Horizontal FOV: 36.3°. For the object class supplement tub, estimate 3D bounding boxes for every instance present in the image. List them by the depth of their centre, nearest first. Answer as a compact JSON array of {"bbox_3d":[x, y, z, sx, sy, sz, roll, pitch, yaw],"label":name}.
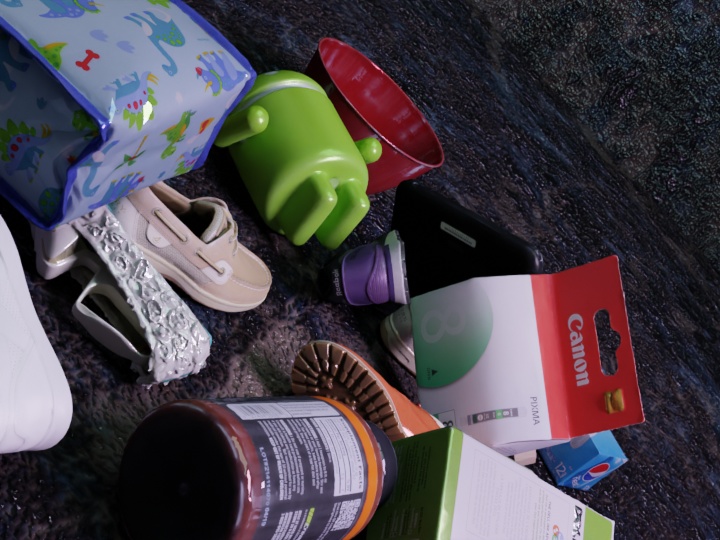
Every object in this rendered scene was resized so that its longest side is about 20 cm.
[{"bbox_3d":[-0.056,0.136,0.723,0.200,0.107,0.107,10,43,-57],"label":"supplement tub"}]

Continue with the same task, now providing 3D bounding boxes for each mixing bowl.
[{"bbox_3d":[-0.010,-0.162,1.284,0.200,0.108,0.200,39,25,-22],"label":"mixing bowl"}]

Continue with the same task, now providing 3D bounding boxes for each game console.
[{"bbox_3d":[0.134,0.004,1.183,0.116,0.177,0.200,-20,39,-39],"label":"game console"}]

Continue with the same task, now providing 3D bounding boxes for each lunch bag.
[{"bbox_3d":[-0.205,-0.144,0.745,0.200,0.127,0.170,45,34,6],"label":"lunch bag"}]

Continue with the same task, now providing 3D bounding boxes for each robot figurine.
[{"bbox_3d":[-0.066,-0.116,1.098,0.175,0.116,0.200,6,44,-41],"label":"robot figurine"}]

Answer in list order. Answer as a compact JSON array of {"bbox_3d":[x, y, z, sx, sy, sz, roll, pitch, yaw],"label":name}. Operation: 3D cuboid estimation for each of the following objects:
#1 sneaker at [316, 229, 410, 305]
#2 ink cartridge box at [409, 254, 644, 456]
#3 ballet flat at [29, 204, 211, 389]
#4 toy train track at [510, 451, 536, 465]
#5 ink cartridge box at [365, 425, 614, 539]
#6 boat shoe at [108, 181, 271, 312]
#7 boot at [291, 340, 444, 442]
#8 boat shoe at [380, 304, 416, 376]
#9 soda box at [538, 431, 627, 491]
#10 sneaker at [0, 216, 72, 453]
[{"bbox_3d":[0.000,0.000,1.083,0.200,0.087,0.076,55,28,-88],"label":"sneaker"},{"bbox_3d":[0.141,0.079,0.985,0.050,0.199,0.162,25,53,-47],"label":"ink cartridge box"},{"bbox_3d":[-0.185,0.000,0.772,0.200,0.072,0.072,48,23,5],"label":"ballet flat"},{"bbox_3d":[0.155,0.110,1.082,0.033,0.114,0.201,-117,-163,-66],"label":"toy train track"},{"bbox_3d":[0.100,0.227,0.821,0.200,0.076,0.148,33,53,-32],"label":"ink cartridge box"},{"bbox_3d":[-0.129,-0.023,0.890,0.200,0.065,0.072,30,26,-51],"label":"boat shoe"},{"bbox_3d":[0.018,0.130,0.918,0.200,0.075,0.107,52,18,-11],"label":"boot"},{"bbox_3d":[0.112,0.101,1.121,0.200,0.069,0.074,39,24,-19],"label":"boat shoe"},{"bbox_3d":[0.216,0.146,1.244,0.068,0.064,0.200,21,34,-47],"label":"soda box"},{"bbox_3d":[-0.249,0.015,0.616,0.200,0.074,0.115,56,21,17],"label":"sneaker"}]
